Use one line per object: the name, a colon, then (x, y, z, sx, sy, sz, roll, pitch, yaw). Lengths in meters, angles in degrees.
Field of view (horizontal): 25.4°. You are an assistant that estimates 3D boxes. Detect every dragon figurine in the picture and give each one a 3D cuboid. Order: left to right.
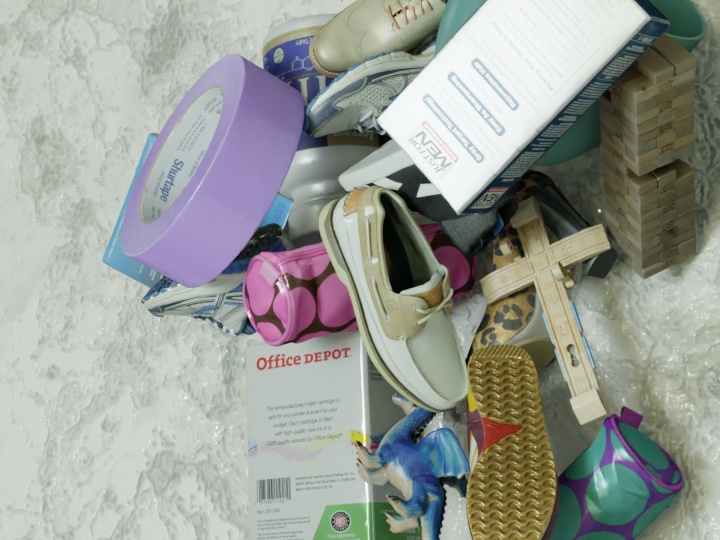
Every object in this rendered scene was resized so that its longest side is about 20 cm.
dragon figurine: (0.060, 0.169, 1.326, 0.099, 0.059, 0.200, -24, 53, -14)

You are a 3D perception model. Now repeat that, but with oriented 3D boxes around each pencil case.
pencil case: (0.000, 0.000, 1.380, 0.091, 0.200, 0.094, 61, 155, 25)
pencil case: (0.168, 0.208, 1.284, 0.200, 0.085, 0.092, -49, 21, 20)

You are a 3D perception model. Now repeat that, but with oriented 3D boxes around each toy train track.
toy train track: (0.155, 0.028, 1.282, 0.115, 0.033, 0.200, -26, 63, 20)

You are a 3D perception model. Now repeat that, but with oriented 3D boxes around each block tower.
block tower: (0.223, -0.088, 1.235, 0.054, 0.200, 0.058, -24, 43, -13)

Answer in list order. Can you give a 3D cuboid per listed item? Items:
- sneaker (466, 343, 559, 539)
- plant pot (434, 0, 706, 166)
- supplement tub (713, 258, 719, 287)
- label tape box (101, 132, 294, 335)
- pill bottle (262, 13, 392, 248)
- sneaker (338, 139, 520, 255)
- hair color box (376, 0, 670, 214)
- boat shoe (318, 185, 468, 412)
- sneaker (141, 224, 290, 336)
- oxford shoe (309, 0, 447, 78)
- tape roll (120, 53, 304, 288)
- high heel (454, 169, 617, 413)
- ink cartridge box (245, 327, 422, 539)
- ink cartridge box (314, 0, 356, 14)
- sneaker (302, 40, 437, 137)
sneaker: (0.120, 0.159, 1.259, 0.075, 0.090, 0.200, -2, 50, 8)
plant pot: (0.154, -0.184, 1.304, 0.201, 0.200, 0.161, 52, 124, 32)
supplement tub: (0.348, -0.062, 1.151, 0.145, 0.145, 0.200, 25, 97, 39)
label tape box: (-0.148, -0.035, 1.589, 0.200, 0.063, 0.144, 26, 98, 31)
pill bottle: (-0.026, -0.124, 1.476, 0.120, 0.120, 0.200, -15, 73, 36)
sneaker: (0.058, -0.058, 1.325, 0.112, 0.073, 0.200, 57, 156, -9)
hair color box: (0.117, -0.144, 1.167, 0.200, 0.060, 0.100, -46, 74, 21)
boat shoe: (0.038, 0.025, 1.303, 0.068, 0.075, 0.200, -23, 100, 50)
sneaker: (-0.127, 0.026, 1.477, 0.200, 0.077, 0.085, -15, 113, 47)
oxford shoe: (0.044, -0.235, 1.409, 0.200, 0.074, 0.071, -29, 84, -4)
tape roll: (-0.131, -0.087, 1.396, 0.200, 0.066, 0.200, -47, 26, 32)
high heel: (0.119, 0.015, 1.374, 0.200, 0.071, 0.143, -52, 49, 15)
ink cartridge box: (-0.025, 0.160, 1.445, 0.145, 0.084, 0.201, -11, 76, 37)
ink cartridge box: (0.017, -0.301, 1.507, 0.200, 0.067, 0.117, -32, 64, 30)
sneaker: (0.044, -0.147, 1.396, 0.085, 0.200, 0.077, 65, 160, 9)
